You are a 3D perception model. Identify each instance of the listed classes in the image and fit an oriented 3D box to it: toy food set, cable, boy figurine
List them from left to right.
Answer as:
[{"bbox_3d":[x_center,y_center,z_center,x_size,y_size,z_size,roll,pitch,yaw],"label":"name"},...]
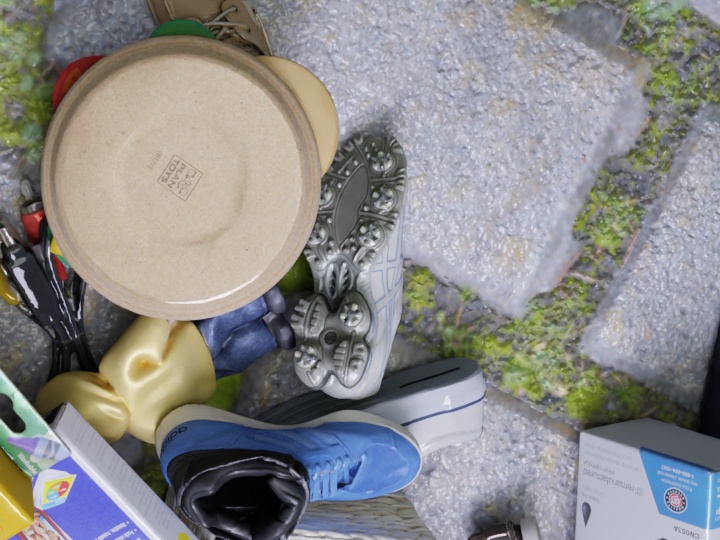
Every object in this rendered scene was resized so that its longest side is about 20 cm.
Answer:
[{"bbox_3d":[-0.221,0.028,1.177,0.097,0.050,0.201,-32,122,-20],"label":"cable"},{"bbox_3d":[-0.142,0.075,1.173,0.199,0.064,0.125,-31,135,-16],"label":"boy figurine"},{"bbox_3d":[-0.123,-0.067,1.111,0.196,0.049,0.202,18,96,-7],"label":"toy food set"}]

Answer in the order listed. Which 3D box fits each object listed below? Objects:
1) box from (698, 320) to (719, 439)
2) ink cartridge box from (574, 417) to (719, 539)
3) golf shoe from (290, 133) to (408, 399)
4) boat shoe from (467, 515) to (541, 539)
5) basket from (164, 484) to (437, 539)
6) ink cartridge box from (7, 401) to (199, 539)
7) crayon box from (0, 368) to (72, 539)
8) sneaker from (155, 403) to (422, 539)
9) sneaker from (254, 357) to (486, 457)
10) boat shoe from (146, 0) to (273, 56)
[{"bbox_3d":[0.395,0.138,1.350,0.198,0.117,0.199,6,100,-20],"label":"box"},{"bbox_3d":[0.246,0.234,1.294,0.083,0.145,0.202,-6,102,-37],"label":"ink cartridge box"},{"bbox_3d":[0.000,0.000,1.221,0.097,0.078,0.202,39,61,-62],"label":"golf shoe"},{"bbox_3d":[0.134,0.296,1.325,0.059,0.072,0.202,-12,112,5],"label":"boat shoe"},{"bbox_3d":[-0.048,0.240,1.222,0.198,0.123,0.137,7,99,-19],"label":"basket"},{"bbox_3d":[-0.213,0.213,1.149,0.197,0.047,0.200,-32,110,25],"label":"ink cartridge box"},{"bbox_3d":[-0.298,0.139,1.025,0.199,0.052,0.126,-31,122,5],"label":"crayon box"},{"bbox_3d":[-0.040,0.151,1.138,0.198,0.111,0.077,10,114,-21],"label":"sneaker"},{"bbox_3d":[0.008,0.128,1.245,0.198,0.073,0.071,-13,109,-13],"label":"sneaker"},{"bbox_3d":[-0.095,-0.162,1.154,0.071,0.064,0.201,-30,109,-10],"label":"boat shoe"}]
